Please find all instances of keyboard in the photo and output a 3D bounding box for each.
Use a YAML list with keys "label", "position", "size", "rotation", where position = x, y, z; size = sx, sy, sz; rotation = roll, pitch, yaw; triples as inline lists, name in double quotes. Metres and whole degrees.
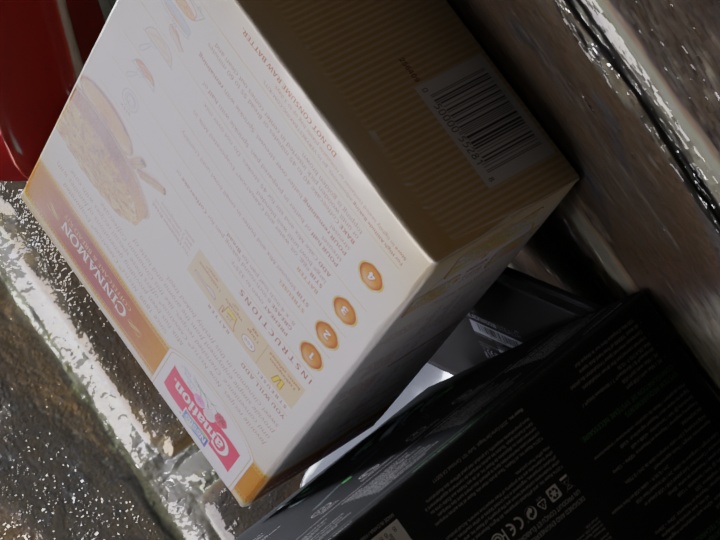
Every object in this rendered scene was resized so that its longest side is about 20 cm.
- label: "keyboard"
  position: [0.071, 0.026, 1.045]
  size: [0.200, 0.040, 0.104]
  rotation: [26, 147, 52]

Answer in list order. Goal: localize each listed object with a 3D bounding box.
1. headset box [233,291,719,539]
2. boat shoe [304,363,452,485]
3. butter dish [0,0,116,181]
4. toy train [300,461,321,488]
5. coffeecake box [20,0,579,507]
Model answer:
- label: "headset box"
  position: [0.023, 0.109, 0.963]
  size: [0.093, 0.174, 0.200]
  rotation: [55, 153, -3]
- label: "boat shoe"
  position: [0.025, 0.094, 1.188]
  size: [0.065, 0.200, 0.074]
  rotation: [22, -133, -18]
- label: "butter dish"
  position: [-0.156, -0.112, 1.165]
  size: [0.200, 0.147, 0.200]
  rotation: [-3, -105, -62]
- label: "toy train"
  position: [0.032, 0.156, 1.402]
  size: [0.114, 0.087, 0.200]
  rotation: [41, 179, 33]
- label: "coffeecake box"
  position: [-0.030, -0.030, 0.960]
  size: [0.154, 0.073, 0.200]
  rotation: [53, 146, 11]
